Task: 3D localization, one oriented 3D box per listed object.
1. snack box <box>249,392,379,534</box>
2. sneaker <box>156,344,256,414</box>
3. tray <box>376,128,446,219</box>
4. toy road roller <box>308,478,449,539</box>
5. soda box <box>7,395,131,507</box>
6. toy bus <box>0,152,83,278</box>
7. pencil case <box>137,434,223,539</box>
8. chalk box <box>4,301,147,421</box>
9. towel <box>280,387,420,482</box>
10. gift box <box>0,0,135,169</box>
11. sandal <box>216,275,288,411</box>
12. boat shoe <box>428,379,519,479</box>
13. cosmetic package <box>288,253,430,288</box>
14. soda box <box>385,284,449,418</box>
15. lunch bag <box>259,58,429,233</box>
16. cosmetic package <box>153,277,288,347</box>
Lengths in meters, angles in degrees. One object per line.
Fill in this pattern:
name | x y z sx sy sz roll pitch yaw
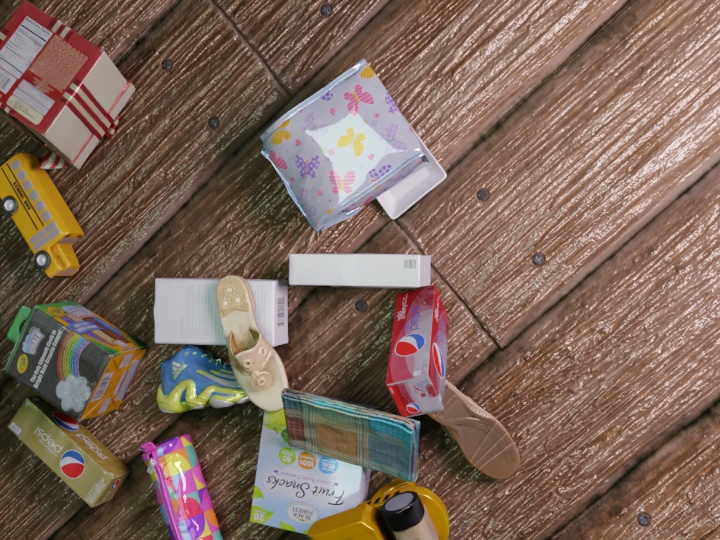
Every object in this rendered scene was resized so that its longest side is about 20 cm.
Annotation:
snack box | -0.069 0.293 1.574 0.167 0.068 0.202 8 94 14
sneaker | -0.232 0.160 1.613 0.198 0.076 0.106 -11 87 16
tray | 0.034 -0.187 1.564 0.107 0.022 0.201 -38 81 13
toy road roller | 0.032 0.380 1.498 0.198 0.146 0.124 -22 102 12
soda box | -0.469 0.289 1.683 0.200 0.068 0.064 40 100 12
toy bus | -0.518 -0.086 1.694 0.078 0.065 0.201 -35 81 11
pencil case | -0.280 0.356 1.624 0.088 0.088 0.202 -23 86 14
chalk box | -0.467 0.130 1.653 0.199 0.124 0.126 31 99 14
towel | -0.014 0.234 1.466 0.198 0.147 0.022 12 50 13
gift box | -0.488 -0.275 1.619 0.184 0.187 0.201 38 84 10
sandal | -0.172 0.111 1.525 0.077 0.070 0.214 -20 86 15
boat shoe | 0.153 0.219 1.513 0.200 0.072 0.072 42 96 -11
cosmetic package | 0.000 0.000 1.545 0.198 0.082 0.051 1 93 16
soda box | 0.082 0.110 1.463 0.063 0.201 0.070 -15 122 17
lunch bag | -0.027 -0.175 1.507 0.199 0.127 0.170 -34 84 3
cosmetic package | -0.215 0.063 1.609 0.198 0.071 0.103 1 91 15
